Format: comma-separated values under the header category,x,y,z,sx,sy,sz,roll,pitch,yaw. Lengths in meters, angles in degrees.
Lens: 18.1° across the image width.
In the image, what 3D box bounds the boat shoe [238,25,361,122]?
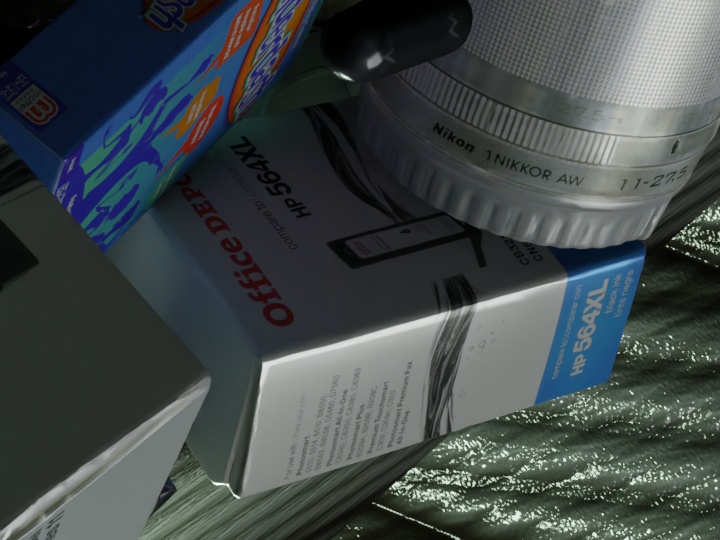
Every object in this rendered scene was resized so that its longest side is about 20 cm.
category,x,y,z,sx,sy,sz,roll,pitch,yaw
boat shoe,-0.001,-0.084,1.093,0.200,0.065,0.074,-27,126,-55

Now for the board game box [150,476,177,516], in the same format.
category,x,y,z,sx,sy,sz,roll,pitch,yaw
board game box,-0.183,0.102,0.951,0.135,0.035,0.200,-44,146,9

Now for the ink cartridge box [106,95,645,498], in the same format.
category,x,y,z,sx,sy,sz,roll,pitch,yaw
ink cartridge box,0.000,0.000,0.997,0.199,0.146,0.085,-15,137,-30

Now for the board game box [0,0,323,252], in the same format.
category,x,y,z,sx,sy,sz,roll,pitch,yaw
board game box,-0.080,-0.076,0.882,0.200,0.045,0.152,-48,174,-32

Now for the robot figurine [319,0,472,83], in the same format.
category,x,y,z,sx,sy,sz,roll,pitch,yaw
robot figurine,0.014,-0.157,0.763,0.150,0.125,0.200,-48,167,29

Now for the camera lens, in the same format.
category,x,y,z,sx,sy,sz,roll,pitch,yaw
camera lens,0.093,-0.131,0.948,0.160,0.160,0.201,-29,145,-50

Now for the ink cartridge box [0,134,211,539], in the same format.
category,x,y,z,sx,sy,sz,roll,pitch,yaw
ink cartridge box,-0.146,0.010,0.658,0.083,0.200,0.147,-36,168,-28
